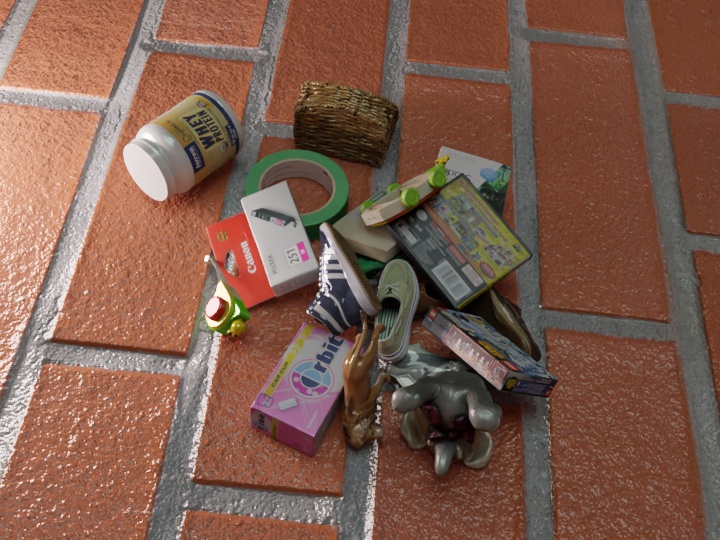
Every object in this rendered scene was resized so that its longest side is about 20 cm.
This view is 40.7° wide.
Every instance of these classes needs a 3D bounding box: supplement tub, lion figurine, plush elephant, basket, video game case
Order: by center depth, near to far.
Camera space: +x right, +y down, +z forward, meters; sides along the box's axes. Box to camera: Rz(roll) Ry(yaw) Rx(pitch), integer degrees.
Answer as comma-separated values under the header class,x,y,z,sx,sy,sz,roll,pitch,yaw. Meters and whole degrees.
class,x,y,z,sx,sy,sz,roll,pitch,yaw
plush elephant,0.137,0.241,1.503,0.163,0.157,0.200,8,16,12
lion figurine,-0.001,0.174,1.523,0.072,0.202,0.123,6,39,27
video game case,0.172,-0.051,1.704,0.180,0.026,0.201,-33,72,-18
supplement tub,-0.336,-0.237,1.848,0.144,0.145,0.200,34,56,21
basket,-0.025,-0.323,1.946,0.198,0.143,0.150,14,52,6

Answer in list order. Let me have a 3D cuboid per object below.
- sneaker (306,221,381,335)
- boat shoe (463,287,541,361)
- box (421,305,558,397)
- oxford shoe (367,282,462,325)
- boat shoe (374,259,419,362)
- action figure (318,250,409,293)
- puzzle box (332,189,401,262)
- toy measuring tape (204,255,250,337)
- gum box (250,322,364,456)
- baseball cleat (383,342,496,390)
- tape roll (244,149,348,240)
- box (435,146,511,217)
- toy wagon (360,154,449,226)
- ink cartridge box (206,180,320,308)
class,x,y,z,sx,sy,sz,roll,pitch,yaw
sneaker,-0.051,0.017,1.632,0.108,0.070,0.201,-37,56,13
boat shoe,0.248,0.086,1.699,0.071,0.072,0.200,5,37,-40
box,0.209,0.132,1.580,0.136,0.040,0.200,15,18,-44
oxford shoe,0.085,0.050,1.703,0.198,0.072,0.072,-7,54,-8
boat shoe,0.059,0.056,1.630,0.071,0.062,0.202,-6,51,13
action figure,0.000,0.000,1.727,0.199,0.055,0.118,-29,30,-34
puzzle box,0.044,-0.085,1.787,0.132,0.026,0.200,19,36,28
toy measuring tape,-0.246,0.053,1.682,0.073,0.074,0.200,-18,42,-18
gum box,-0.082,0.185,1.580,0.113,0.066,0.201,23,53,11
baseball cleat,0.136,0.186,1.611,0.198,0.070,0.107,14,65,13
tape roll,-0.121,-0.145,1.856,0.198,0.048,0.202,2,52,-3
box,0.197,-0.137,1.805,0.143,0.037,0.201,16,51,1
toy wagon,0.093,-0.144,1.738,0.199,0.155,0.040,-35,102,-28
ink cartridge box,-0.178,-0.043,1.730,0.172,0.044,0.201,-22,60,-1
